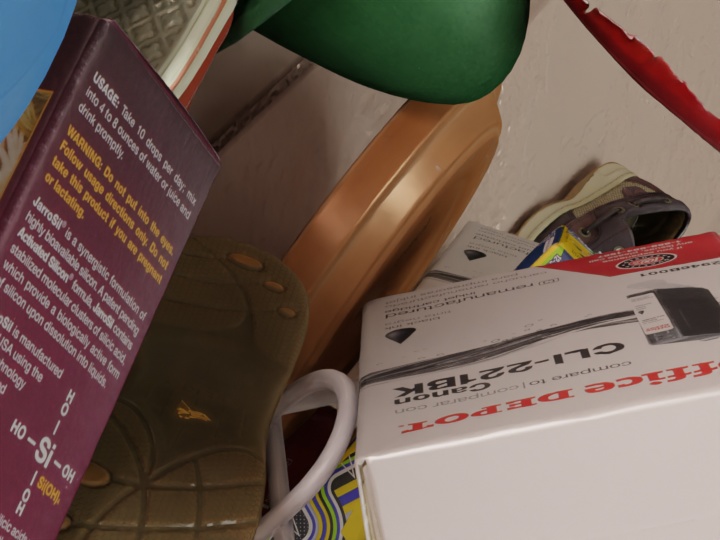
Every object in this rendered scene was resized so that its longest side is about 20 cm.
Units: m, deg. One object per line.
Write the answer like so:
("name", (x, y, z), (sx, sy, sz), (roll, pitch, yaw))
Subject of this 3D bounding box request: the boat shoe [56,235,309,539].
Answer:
("boat shoe", (-0.069, 0.075, 0.659), (0.201, 0.072, 0.068), (-68, -179, -48))

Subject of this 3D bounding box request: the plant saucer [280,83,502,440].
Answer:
("plant saucer", (0.000, 0.000, 0.839), (0.201, 0.032, 0.200), (-54, 174, -8))

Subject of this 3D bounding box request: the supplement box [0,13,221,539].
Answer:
("supplement box", (-0.136, 0.024, 0.584), (0.201, 0.110, 0.086), (-68, 150, -20))

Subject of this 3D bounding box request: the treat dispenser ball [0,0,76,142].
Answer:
("treat dispenser ball", (-0.152, -0.087, 0.403), (0.201, 0.200, 0.202), (-37, 133, -54))

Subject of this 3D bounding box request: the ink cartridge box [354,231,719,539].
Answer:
("ink cartridge box", (0.075, 0.058, 0.689), (0.200, 0.143, 0.084), (-87, 166, -76))

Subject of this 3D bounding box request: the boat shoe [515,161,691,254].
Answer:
("boat shoe", (0.136, -0.004, 1.185), (0.200, 0.064, 0.072), (-40, 137, -51))

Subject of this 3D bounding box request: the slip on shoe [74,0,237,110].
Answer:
("slip on shoe", (-0.097, -0.025, 0.687), (0.061, 0.074, 0.201), (44, 67, -51))

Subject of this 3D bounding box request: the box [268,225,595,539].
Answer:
("box", (0.036, 0.076, 0.835), (0.200, 0.070, 0.064), (-45, 180, 10))

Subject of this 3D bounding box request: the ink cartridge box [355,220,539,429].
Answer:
("ink cartridge box", (0.090, 0.055, 0.960), (0.200, 0.146, 0.083), (-49, 156, -72))

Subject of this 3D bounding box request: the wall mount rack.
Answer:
("wall mount rack", (-0.054, 0.108, 0.753), (0.074, 0.200, 0.174), (40, 20, -24))

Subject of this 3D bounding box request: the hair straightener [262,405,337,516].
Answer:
("hair straightener", (-0.047, 0.162, 0.909), (0.201, 0.041, 0.077), (-66, 152, -24))

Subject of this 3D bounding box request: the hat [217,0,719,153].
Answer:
("hat", (0.050, -0.085, 0.763), (0.176, 0.165, 0.200), (42, 24, -19))
